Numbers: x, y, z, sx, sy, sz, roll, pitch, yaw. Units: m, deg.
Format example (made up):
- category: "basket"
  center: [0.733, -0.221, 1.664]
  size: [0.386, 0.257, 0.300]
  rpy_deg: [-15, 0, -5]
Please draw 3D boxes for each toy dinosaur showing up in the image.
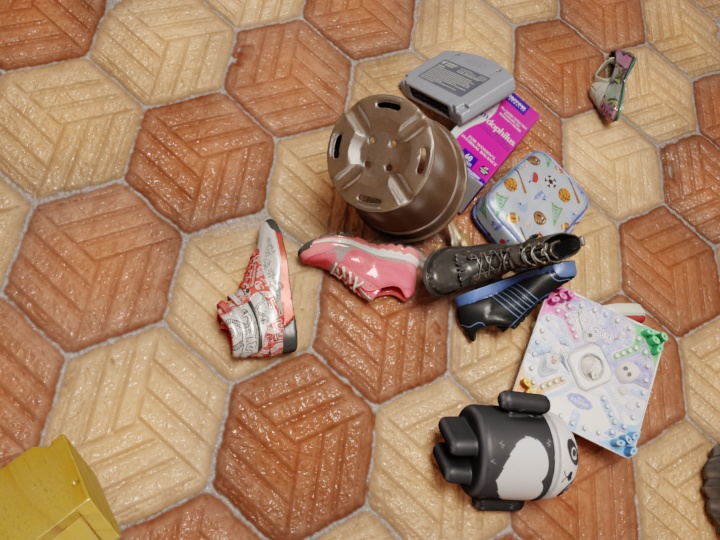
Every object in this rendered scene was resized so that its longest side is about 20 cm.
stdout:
- category: "toy dinosaur"
  center: [0.160, -0.046, 0.906]
  size: [0.106, 0.060, 0.202]
  rpy_deg: [-41, 106, -28]

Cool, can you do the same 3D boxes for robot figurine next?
- category: "robot figurine"
  center: [0.204, 0.254, 0.768]
  size: [0.194, 0.152, 0.128]
  rpy_deg: [6, 55, -11]

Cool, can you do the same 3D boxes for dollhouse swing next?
- category: "dollhouse swing"
  center: [-0.371, 0.350, 0.637]
  size: [0.199, 0.179, 0.180]
  rpy_deg: [-37, 40, -23]

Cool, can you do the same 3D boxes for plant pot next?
- category: "plant pot"
  center: [0.048, -0.150, 0.798]
  size: [0.194, 0.198, 0.207]
  rpy_deg: [0, 89, 17]

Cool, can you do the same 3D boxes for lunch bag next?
- category: "lunch bag"
  center: [0.296, -0.100, 0.954]
  size: [0.199, 0.076, 0.161]
  rpy_deg: [-40, 86, -24]

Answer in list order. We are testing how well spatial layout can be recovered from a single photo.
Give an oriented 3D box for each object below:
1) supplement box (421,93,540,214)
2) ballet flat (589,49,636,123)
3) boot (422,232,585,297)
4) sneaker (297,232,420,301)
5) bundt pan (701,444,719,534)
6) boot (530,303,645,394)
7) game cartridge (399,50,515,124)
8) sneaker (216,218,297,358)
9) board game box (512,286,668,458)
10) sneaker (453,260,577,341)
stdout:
- category: "supplement box"
  center: [0.208, -0.216, 0.959]
  size: [0.101, 0.104, 0.201]
  rpy_deg: [39, 64, 4]
- category: "ballet flat"
  center: [0.509, -0.378, 1.121]
  size: [0.070, 0.070, 0.203]
  rpy_deg: [20, 61, 14]
- category: "boot"
  center: [0.204, -0.018, 0.791]
  size: [0.196, 0.173, 0.071]
  rpy_deg: [-17, 93, -33]
- category: "sneaker"
  center: [0.000, 0.000, 0.841]
  size: [0.194, 0.074, 0.089]
  rpy_deg: [7, 69, -12]
- category: "bundt pan"
  center: [0.626, 0.355, 0.866]
  size: [0.196, 0.076, 0.208]
  rpy_deg: [5, 70, -12]
- category: "boot"
  center: [0.386, 0.136, 0.892]
  size: [0.194, 0.073, 0.148]
  rpy_deg: [-11, 73, -9]
- category: "game cartridge"
  center: [0.170, -0.325, 0.958]
  size: [0.131, 0.042, 0.200]
  rpy_deg: [-29, 42, -12]
- category: "sneaker"
  center: [-0.157, 0.024, 0.794]
  size: [0.105, 0.067, 0.207]
  rpy_deg: [-6, 74, -19]
- category: "board game box"
  center: [0.353, 0.147, 0.840]
  size: [0.196, 0.026, 0.204]
  rpy_deg: [24, 74, 5]
- category: "sneaker"
  center: [0.246, 0.047, 0.859]
  size: [0.195, 0.070, 0.080]
  rpy_deg: [-21, 86, 16]
